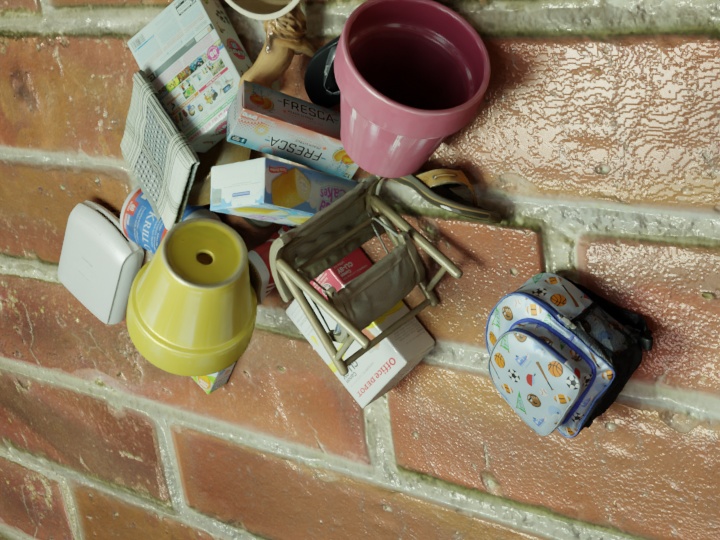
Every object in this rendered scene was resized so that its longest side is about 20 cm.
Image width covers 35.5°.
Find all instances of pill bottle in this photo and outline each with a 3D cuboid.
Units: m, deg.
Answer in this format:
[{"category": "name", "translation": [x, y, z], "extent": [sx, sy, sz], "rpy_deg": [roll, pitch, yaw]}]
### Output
[{"category": "pill bottle", "translation": [-0.301, -0.064, 1.897], "extent": [0.199, 0.112, 0.113], "rpy_deg": [27, 126, 28]}]

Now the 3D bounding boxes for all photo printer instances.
[{"category": "photo printer", "translation": [-0.486, -0.021, 2.106], "extent": [0.166, 0.069, 0.201], "rpy_deg": [41, 132, 18]}]

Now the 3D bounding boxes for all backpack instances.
[{"category": "backpack", "translation": [0.253, 0.108, 1.487], "extent": [0.191, 0.153, 0.201], "rpy_deg": [49, 137, 25]}]

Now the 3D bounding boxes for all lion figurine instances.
[{"category": "lion figurine", "translation": [-0.127, -0.296, 1.601], "extent": [0.072, 0.122, 0.202], "rpy_deg": [23, 92, 33]}]

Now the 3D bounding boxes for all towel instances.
[{"category": "towel", "translation": [-0.320, -0.177, 1.745], "extent": [0.193, 0.034, 0.201], "rpy_deg": [56, 147, 20]}]

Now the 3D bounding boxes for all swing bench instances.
[{"category": "swing bench", "translation": [0.000, 0.000, 1.590], "extent": [0.201, 0.198, 0.130], "rpy_deg": [51, 153, 9]}]

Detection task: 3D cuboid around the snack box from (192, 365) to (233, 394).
[{"category": "snack box", "translation": [-0.305, 0.103, 2.022], "extent": [0.200, 0.053, 0.143], "rpy_deg": [42, 133, 17]}]

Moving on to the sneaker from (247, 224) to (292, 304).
[{"category": "sneaker", "translation": [-0.140, -0.011, 1.826], "extent": [0.072, 0.112, 0.200], "rpy_deg": [53, 164, 4]}]

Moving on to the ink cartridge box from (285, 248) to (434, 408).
[{"category": "ink cartridge box", "translation": [-0.002, 0.087, 1.732], "extent": [0.200, 0.083, 0.145], "rpy_deg": [50, 134, 10]}]

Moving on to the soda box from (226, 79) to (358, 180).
[{"category": "soda box", "translation": [-0.088, -0.198, 1.598], "extent": [0.069, 0.198, 0.064], "rpy_deg": [-52, 30, 41]}]

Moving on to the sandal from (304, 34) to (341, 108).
[{"category": "sandal", "translation": [-0.018, -0.293, 1.567], "extent": [0.076, 0.043, 0.200], "rpy_deg": [30, 137, -18]}]

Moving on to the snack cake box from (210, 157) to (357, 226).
[{"category": "snack cake box", "translation": [-0.110, -0.110, 1.645], "extent": [0.114, 0.199, 0.068], "rpy_deg": [-5, 81, 41]}]

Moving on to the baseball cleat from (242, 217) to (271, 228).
[{"category": "baseball cleat", "translation": [-0.209, -0.135, 1.824], "extent": [0.201, 0.069, 0.107], "rpy_deg": [58, 141, 17]}]

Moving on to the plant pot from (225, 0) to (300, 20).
[{"category": "plant pot", "translation": [-0.080, -0.447, 1.470], "extent": [0.199, 0.183, 0.203], "rpy_deg": [19, 122, 33]}]

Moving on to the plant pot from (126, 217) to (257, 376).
[{"category": "plant pot", "translation": [-0.247, 0.028, 1.699], "extent": [0.201, 0.200, 0.190], "rpy_deg": [44, 145, 15]}]

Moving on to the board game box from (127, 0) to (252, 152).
[{"category": "board game box", "translation": [-0.247, -0.305, 1.714], "extent": [0.147, 0.064, 0.202], "rpy_deg": [-33, 77, 24]}]

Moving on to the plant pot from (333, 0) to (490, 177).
[{"category": "plant pot", "translation": [0.053, -0.226, 1.474], "extent": [0.200, 0.199, 0.180], "rpy_deg": [44, 148, 15]}]

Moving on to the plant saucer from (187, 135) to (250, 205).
[{"category": "plant saucer", "translation": [-0.265, -0.205, 1.783], "extent": [0.198, 0.035, 0.203], "rpy_deg": [-1, 88, 27]}]

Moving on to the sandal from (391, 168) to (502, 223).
[{"category": "sandal", "translation": [0.112, -0.122, 1.553], "extent": [0.199, 0.081, 0.055], "rpy_deg": [35, 108, 32]}]
